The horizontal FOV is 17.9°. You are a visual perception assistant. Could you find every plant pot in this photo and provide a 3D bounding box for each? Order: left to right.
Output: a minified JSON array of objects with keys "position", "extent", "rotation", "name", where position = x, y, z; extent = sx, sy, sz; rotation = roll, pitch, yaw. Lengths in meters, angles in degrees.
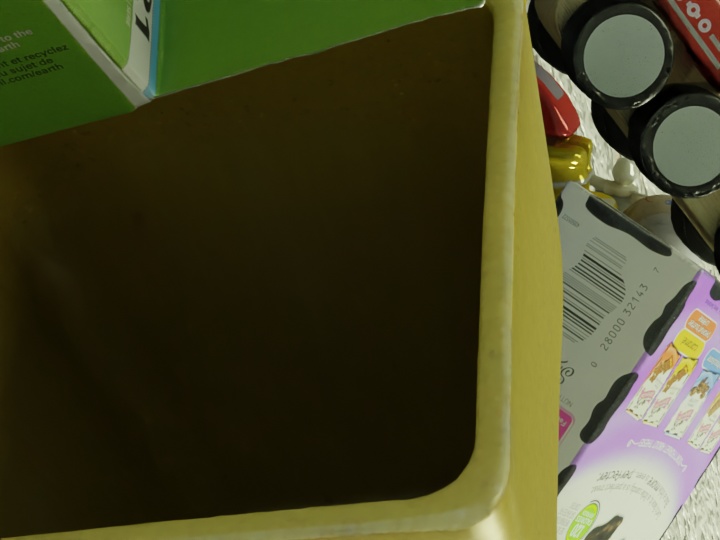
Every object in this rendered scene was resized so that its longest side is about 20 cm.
[{"position":[-0.028,0.061,0.686],"extent":[0.201,0.194,0.195],"rotation":[69,20,-45],"name":"plant pot"}]

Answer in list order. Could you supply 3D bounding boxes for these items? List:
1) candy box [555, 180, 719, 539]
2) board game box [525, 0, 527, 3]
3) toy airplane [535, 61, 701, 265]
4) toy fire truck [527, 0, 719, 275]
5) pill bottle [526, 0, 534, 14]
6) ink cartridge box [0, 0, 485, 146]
[{"position":[0.082,0.081,0.954],"extent":[0.201,0.071,0.168],"rotation":[-57,155,2],"name":"candy box"},{"position":[-0.019,-0.146,0.828],"extent":[0.200,0.056,0.197],"rotation":[39,49,-33],"name":"board game box"},{"position":[0.103,0.009,1.114],"extent":[0.199,0.140,0.201],"rotation":[57,25,-51],"name":"toy airplane"},{"position":[0.194,-0.112,1.010],"extent":[0.176,0.200,0.129],"rotation":[50,4,-16],"name":"toy fire truck"},{"position":[0.046,-0.163,1.050],"extent":[0.199,0.111,0.112],"rotation":[1,75,-44],"name":"pill bottle"},{"position":[-0.072,-0.125,0.646],"extent":[0.076,0.199,0.149],"rotation":[49,34,-52],"name":"ink cartridge box"}]
